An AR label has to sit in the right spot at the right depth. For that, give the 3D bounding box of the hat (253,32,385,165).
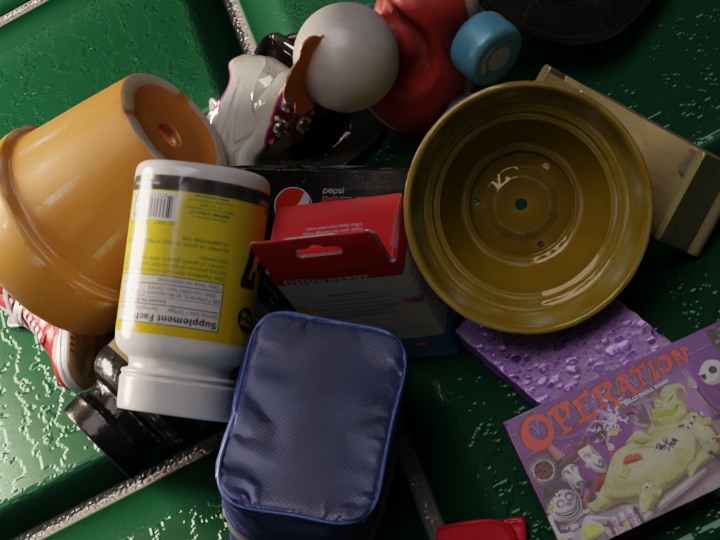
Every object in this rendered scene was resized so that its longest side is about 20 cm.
[{"bbox_3d":[-0.070,-0.174,1.686,0.199,0.081,0.202,-14,52,18],"label":"hat"}]

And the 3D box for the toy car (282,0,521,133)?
[{"bbox_3d":[0.005,-0.182,1.558,0.199,0.178,0.184,-24,54,-28],"label":"toy car"}]

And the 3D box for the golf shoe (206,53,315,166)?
[{"bbox_3d":[-0.113,-0.107,1.626,0.091,0.075,0.201,34,107,25],"label":"golf shoe"}]

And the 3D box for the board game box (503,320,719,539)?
[{"bbox_3d":[0.223,0.129,1.338,0.199,0.032,0.121,-26,62,0],"label":"board game box"}]

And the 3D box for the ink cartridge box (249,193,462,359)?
[{"bbox_3d":[0.000,0.000,1.452,0.115,0.200,0.068,-6,57,22],"label":"ink cartridge box"}]

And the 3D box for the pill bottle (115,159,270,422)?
[{"bbox_3d":[-0.139,0.018,1.425,0.113,0.114,0.202,5,86,28],"label":"pill bottle"}]

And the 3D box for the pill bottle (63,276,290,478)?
[{"bbox_3d":[-0.160,0.081,1.531,0.200,0.112,0.112,-46,51,-10],"label":"pill bottle"}]

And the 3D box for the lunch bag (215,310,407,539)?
[{"bbox_3d":[-0.037,0.136,1.418,0.135,0.133,0.201,12,61,5],"label":"lunch bag"}]

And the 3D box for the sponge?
[{"bbox_3d":[0.178,0.069,1.430,0.112,0.030,0.200,-43,51,-6],"label":"sponge"}]

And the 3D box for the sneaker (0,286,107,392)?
[{"bbox_3d":[-0.303,0.046,1.651,0.112,0.071,0.201,-17,44,9],"label":"sneaker"}]

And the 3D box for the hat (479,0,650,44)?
[{"bbox_3d":[0.175,-0.287,1.625,0.199,0.081,0.202,1,75,-5],"label":"hat"}]

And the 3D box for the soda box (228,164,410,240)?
[{"bbox_3d":[-0.022,-0.056,1.535,0.198,0.063,0.071,1,94,1],"label":"soda box"}]

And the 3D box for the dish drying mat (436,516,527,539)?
[{"bbox_3d":[0.090,0.282,1.331,0.076,0.018,0.201,-11,54,20],"label":"dish drying mat"}]

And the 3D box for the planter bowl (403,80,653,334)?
[{"bbox_3d":[0.134,-0.052,1.430,0.198,0.083,0.202,0,94,1],"label":"planter bowl"}]

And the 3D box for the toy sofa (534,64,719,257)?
[{"bbox_3d":[0.228,-0.092,1.498,0.200,0.097,0.083,36,102,39],"label":"toy sofa"}]

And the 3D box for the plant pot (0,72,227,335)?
[{"bbox_3d":[-0.225,-0.075,1.579,0.183,0.199,0.201,-39,45,26],"label":"plant pot"}]
